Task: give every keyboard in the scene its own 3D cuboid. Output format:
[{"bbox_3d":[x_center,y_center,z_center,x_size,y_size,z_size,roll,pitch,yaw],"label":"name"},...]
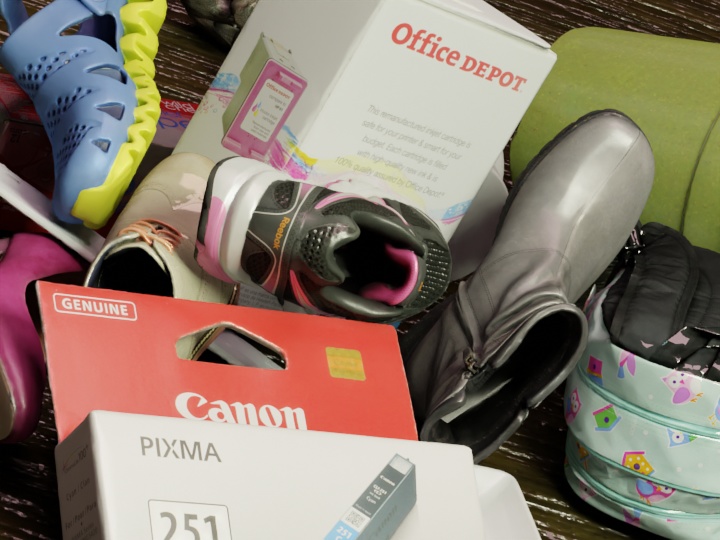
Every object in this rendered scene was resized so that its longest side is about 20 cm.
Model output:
[{"bbox_3d":[-0.114,0.007,1.519,0.200,0.011,0.056,36,9,-4],"label":"keyboard"}]

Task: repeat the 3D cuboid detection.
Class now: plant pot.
[{"bbox_3d":[0.201,-0.069,1.855,0.190,0.200,0.200,20,20,29],"label":"plant pot"}]

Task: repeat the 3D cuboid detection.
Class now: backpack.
[{"bbox_3d":[0.185,0.062,1.594,0.167,0.127,0.200,11,18,12],"label":"backpack"}]

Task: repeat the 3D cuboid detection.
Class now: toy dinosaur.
[{"bbox_3d":[-0.071,-0.169,1.967,0.200,0.077,0.102,-4,22,-38],"label":"toy dinosaur"}]

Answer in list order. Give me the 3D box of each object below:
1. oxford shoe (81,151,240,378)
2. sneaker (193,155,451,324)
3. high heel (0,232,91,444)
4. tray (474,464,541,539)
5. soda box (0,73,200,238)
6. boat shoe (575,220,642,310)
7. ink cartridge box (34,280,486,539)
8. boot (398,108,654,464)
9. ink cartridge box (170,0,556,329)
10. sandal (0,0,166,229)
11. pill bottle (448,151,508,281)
[{"bbox_3d":[-0.097,0.002,1.441,0.071,0.074,0.200,9,44,3],"label":"oxford shoe"},{"bbox_3d":[0.000,0.000,1.473,0.086,0.080,0.200,20,7,29],"label":"sneaker"},{"bbox_3d":[-0.151,0.029,1.438,0.096,0.067,0.200,3,25,-19],"label":"high heel"},{"bbox_3d":[-0.007,0.113,1.445,0.200,0.022,0.107,14,25,-18],"label":"tray"},{"bbox_3d":[-0.124,-0.055,1.646,0.200,0.070,0.063,8,27,-29],"label":"soda box"},{"bbox_3d":[0.126,-0.031,1.718,0.200,0.075,0.062,45,29,-69],"label":"boat shoe"},{"bbox_3d":[-0.042,0.084,1.348,0.200,0.045,0.176,7,59,-31],"label":"ink cartridge box"},{"bbox_3d":[0.097,0.012,1.523,0.070,0.200,0.132,34,3,-14],"label":"boot"},{"bbox_3d":[-0.009,-0.067,1.576,0.145,0.200,0.085,17,19,-48],"label":"ink cartridge box"},{"bbox_3d":[-0.151,-0.100,1.551,0.087,0.080,0.200,19,36,-19],"label":"sandal"},{"bbox_3d":[0.018,-0.077,1.765,0.113,0.113,0.200,12,25,-23],"label":"pill bottle"}]
